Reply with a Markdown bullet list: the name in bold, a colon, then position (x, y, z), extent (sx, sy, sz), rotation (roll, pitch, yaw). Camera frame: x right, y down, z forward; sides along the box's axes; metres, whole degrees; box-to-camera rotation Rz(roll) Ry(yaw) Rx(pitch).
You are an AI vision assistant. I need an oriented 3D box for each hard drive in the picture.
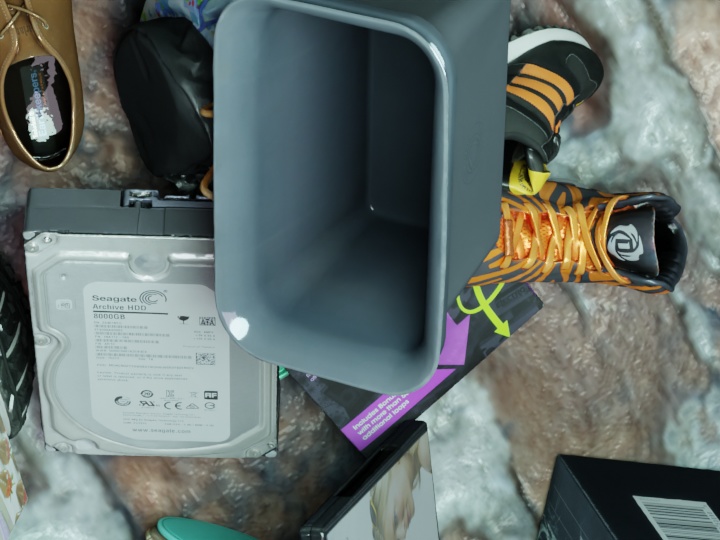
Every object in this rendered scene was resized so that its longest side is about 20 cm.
- **hard drive**: position (-0.113, 0.033, 1.547), extent (0.139, 0.038, 0.201), rotation (2, 140, -1)

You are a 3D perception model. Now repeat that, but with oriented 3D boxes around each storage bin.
- **storage bin**: position (0.003, -0.063, 1.397), extent (0.145, 0.134, 0.201), rotation (14, 121, 22)

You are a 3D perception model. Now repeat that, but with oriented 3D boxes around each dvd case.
- **dvd case**: position (0.010, 0.181, 1.572), extent (0.017, 0.200, 0.144), rotation (-1, 104, 19)

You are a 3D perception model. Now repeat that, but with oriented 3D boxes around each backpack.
- **backpack**: position (-0.034, -0.145, 1.507), extent (0.199, 0.163, 0.155), rotation (-22, 94, -14)

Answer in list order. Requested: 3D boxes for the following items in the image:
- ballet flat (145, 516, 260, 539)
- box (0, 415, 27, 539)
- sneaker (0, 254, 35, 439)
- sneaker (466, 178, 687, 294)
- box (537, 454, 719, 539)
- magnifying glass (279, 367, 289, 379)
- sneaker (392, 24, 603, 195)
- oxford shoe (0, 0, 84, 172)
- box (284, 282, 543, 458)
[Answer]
- **ballet flat**: position (-0.044, 0.203, 1.679), extent (0.199, 0.071, 0.066), rotation (17, 111, -17)
- **box**: position (-0.229, 0.062, 1.525), extent (0.041, 0.039, 0.201), rotation (0, 126, 17)
- **sneaker**: position (-0.244, 0.012, 1.561), extent (0.079, 0.074, 0.201), rotation (-18, 118, 18)
- **sneaker**: position (0.110, -0.025, 1.571), extent (0.199, 0.112, 0.078), rotation (-5, 97, -44)
- **box**: position (0.177, 0.243, 1.677), extent (0.123, 0.200, 0.198), rotation (6, 108, -15)
- **magnifying glass**: position (-0.022, -0.010, 1.629), extent (0.200, 0.022, 0.080), rotation (-45, 117, 2)
- **sneaker**: position (0.083, -0.079, 1.550), extent (0.070, 0.090, 0.200), rotation (-44, 161, 33)
- **oxford shoe**: position (-0.185, -0.148, 1.510), extent (0.071, 0.071, 0.201), rotation (-17, 112, -6)
- **box**: position (0.000, 0.000, 1.609), extent (0.143, 0.036, 0.200), rotation (-41, 124, 0)
